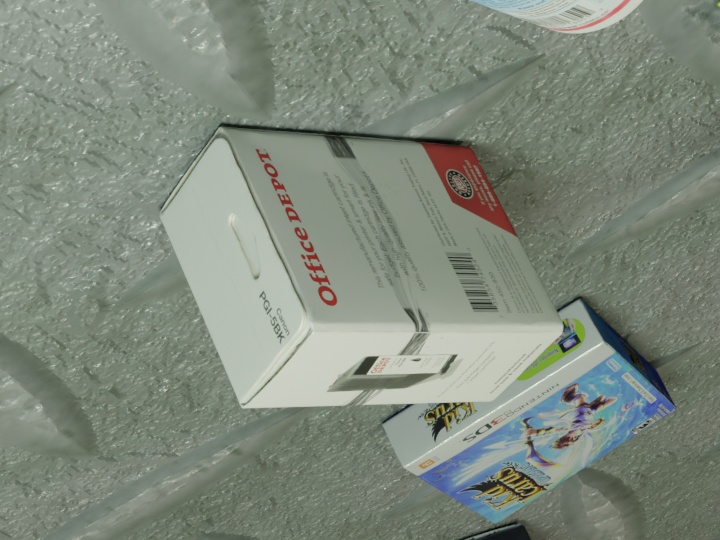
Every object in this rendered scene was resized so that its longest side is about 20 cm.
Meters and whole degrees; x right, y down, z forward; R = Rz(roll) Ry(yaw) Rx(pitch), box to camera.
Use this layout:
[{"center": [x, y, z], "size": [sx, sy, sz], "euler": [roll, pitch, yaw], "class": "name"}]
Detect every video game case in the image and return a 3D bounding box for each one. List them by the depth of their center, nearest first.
[{"center": [0.136, 0.115, 1.668], "size": [0.181, 0.045, 0.200], "euler": [-33, 151, 12], "class": "video game case"}]

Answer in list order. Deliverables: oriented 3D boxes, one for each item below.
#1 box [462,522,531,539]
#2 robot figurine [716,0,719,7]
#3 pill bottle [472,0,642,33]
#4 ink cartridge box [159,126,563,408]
[{"center": [0.127, 0.349, 1.877], "size": [0.104, 0.200, 0.148], "euler": [-16, 150, -20], "class": "box"}, {"center": [0.296, -0.159, 1.283], "size": [0.175, 0.116, 0.200], "euler": [-39, 149, 30], "class": "robot figurine"}, {"center": [0.060, -0.189, 1.047], "size": [0.109, 0.109, 0.200], "euler": [-43, 148, 27], "class": "pill bottle"}, {"center": [0.000, 0.000, 1.262], "size": [0.200, 0.147, 0.083], "euler": [2, 142, -40], "class": "ink cartridge box"}]
